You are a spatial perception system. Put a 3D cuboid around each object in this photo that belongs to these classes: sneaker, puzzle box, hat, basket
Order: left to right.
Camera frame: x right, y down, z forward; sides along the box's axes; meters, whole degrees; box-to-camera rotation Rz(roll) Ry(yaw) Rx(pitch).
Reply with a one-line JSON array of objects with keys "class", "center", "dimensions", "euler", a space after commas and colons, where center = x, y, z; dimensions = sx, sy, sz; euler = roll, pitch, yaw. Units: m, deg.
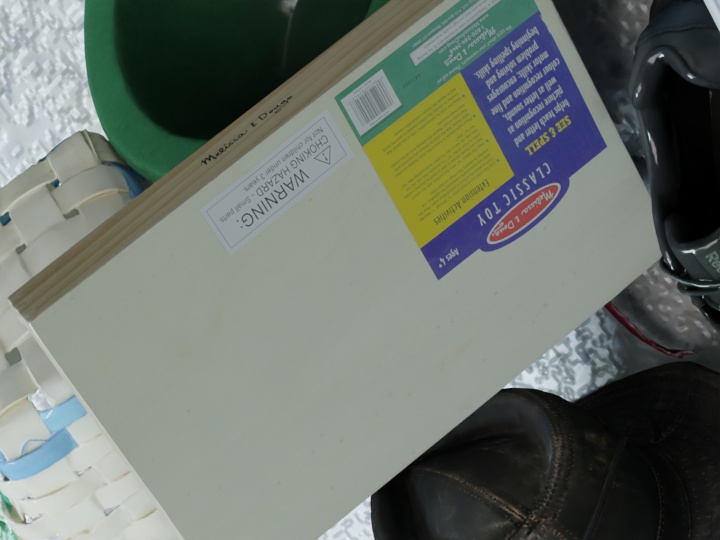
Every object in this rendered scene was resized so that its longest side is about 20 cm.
[{"class": "basket", "center": [-0.074, 0.060, 0.847], "dimensions": [0.139, 0.177, 0.200], "euler": [-39, 129, 1]}, {"class": "puzzle box", "center": [0.000, 0.000, 0.745], "dimensions": [0.134, 0.200, 0.025], "euler": [59, 168, -31]}, {"class": "hat", "center": [0.012, -0.076, 0.853], "dimensions": [0.165, 0.176, 0.202], "euler": [-10, 68, 37]}, {"class": "hat", "center": [0.049, 0.092, 0.790], "dimensions": [0.081, 0.201, 0.200], "euler": [35, 128, -21]}, {"class": "sneaker", "center": [0.137, -0.002, 0.775], "dimensions": [0.076, 0.091, 0.201], "euler": [-21, 102, 32]}]

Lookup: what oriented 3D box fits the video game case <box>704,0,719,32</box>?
[{"class": "video game case", "center": [0.179, -0.113, 0.585], "dimensions": [0.199, 0.023, 0.183], "euler": [-28, 89, 16]}]
